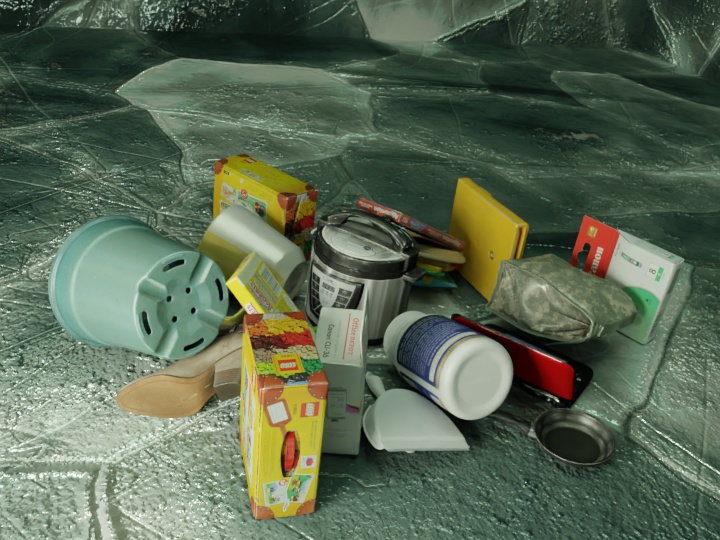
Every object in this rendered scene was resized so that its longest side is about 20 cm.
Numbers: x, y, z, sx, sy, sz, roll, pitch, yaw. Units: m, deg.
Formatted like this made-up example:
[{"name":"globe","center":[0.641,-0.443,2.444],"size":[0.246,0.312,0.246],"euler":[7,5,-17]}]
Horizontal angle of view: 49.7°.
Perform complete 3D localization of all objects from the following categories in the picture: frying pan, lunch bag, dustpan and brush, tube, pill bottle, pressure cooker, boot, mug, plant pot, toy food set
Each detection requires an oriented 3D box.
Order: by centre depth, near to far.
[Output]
[{"name":"frying pan","center":[0.263,0.236,1.088],"size":[0.190,0.031,0.115],"euler":[0,30,-7]},{"name":"plant pot","center":[-0.300,0.031,1.092],"size":[0.200,0.201,0.196],"euler":[-21,23,-40]},{"name":"dustpan and brush","center":[0.051,0.197,1.098],"size":[0.139,0.057,0.200],"euler":[6,34,-27]},{"name":"boot","center":[-0.230,0.134,1.101],"size":[0.200,0.070,0.146],"euler":[-5,29,2]},{"name":"pill bottle","center":[0.119,0.128,1.124],"size":[0.116,0.116,0.200],"euler":[-8,15,-25]},{"name":"pressure cooker","center":[0.001,-0.001,1.270],"size":[0.176,0.200,0.179],"euler":[3,30,-15]},{"name":"lunch bag","center":[0.345,0.059,1.312],"size":[0.164,0.118,0.200],"euler":[-7,29,-46]},{"name":"mug","center":[-0.183,0.004,1.320],"size":[0.153,0.187,0.149],"euler":[27,1,16]},{"name":"tube","center":[0.074,0.006,1.436],"size":[0.200,0.050,0.077],"euler":[7,26,-13]},{"name":"toy food set","center":[0.097,-0.038,1.449],"size":[0.200,0.049,0.198],"euler":[20,11,23]}]

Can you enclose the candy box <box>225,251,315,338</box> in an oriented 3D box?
[{"name":"candy box","center":[-0.115,0.074,1.128],"size":[0.026,0.200,0.102],"euler":[-29,15,20]}]

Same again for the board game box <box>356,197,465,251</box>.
[{"name":"board game box","center":[0.093,-0.080,1.379],"size":[0.103,0.019,0.200],"euler":[23,2,42]}]

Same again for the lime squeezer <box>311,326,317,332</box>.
[{"name":"lime squeezer","center":[-0.151,0.123,1.188],"size":[0.071,0.038,0.200],"euler":[40,42,16]}]

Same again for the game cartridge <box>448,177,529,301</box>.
[{"name":"game cartridge","center":[0.228,-0.053,1.436],"size":[0.032,0.177,0.200],"euler":[-7,33,-23]}]

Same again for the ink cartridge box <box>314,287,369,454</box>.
[{"name":"ink cartridge box","center":[-0.027,0.130,1.020],"size":[0.067,0.200,0.117],"euler":[4,34,2]}]

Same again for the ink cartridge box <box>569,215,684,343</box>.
[{"name":"ink cartridge box","center":[0.455,0.013,1.391],"size":[0.200,0.161,0.050],"euler":[31,33,35]}]

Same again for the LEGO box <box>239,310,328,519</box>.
[{"name":"LEGO box","center":[-0.098,0.172,0.944],"size":[0.077,0.200,0.149],"euler":[-2,31,-16]}]

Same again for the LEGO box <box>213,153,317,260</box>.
[{"name":"LEGO box","center":[-0.183,-0.112,1.456],"size":[0.200,0.149,0.077],"euler":[29,36,32]}]

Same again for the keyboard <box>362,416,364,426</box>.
[{"name":"keyboard","center":[-0.072,0.177,1.133],"size":[0.056,0.011,0.200],"euler":[-18,38,-37]}]

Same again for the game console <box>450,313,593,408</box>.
[{"name":"game console","center":[0.256,0.117,1.206],"size":[0.200,0.119,0.172],"euler":[24,34,26]}]
